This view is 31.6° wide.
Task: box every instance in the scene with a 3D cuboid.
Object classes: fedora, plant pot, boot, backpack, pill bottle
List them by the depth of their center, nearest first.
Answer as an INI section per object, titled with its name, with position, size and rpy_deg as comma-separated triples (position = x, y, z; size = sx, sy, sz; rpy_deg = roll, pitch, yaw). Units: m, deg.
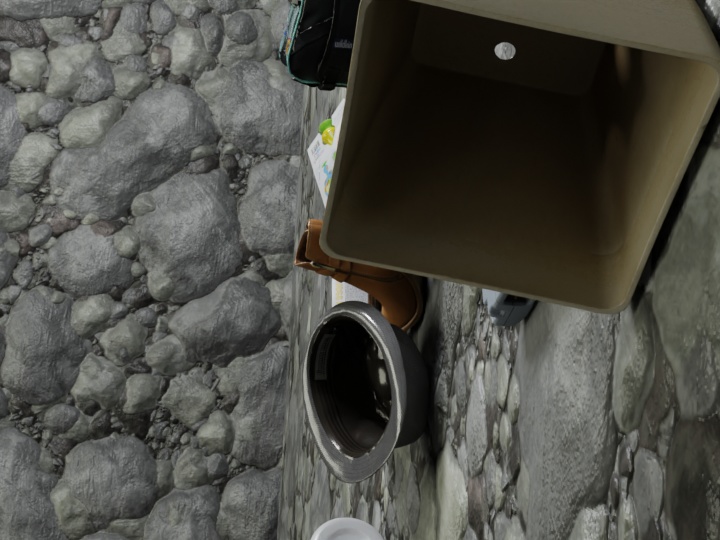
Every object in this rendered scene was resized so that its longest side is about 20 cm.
[plant pot]
position = 0.095, -0.121, 0.791
size = 0.201, 0.197, 0.178
rpy_deg = 102, 179, -46
[fedora]
position = 0.017, 0.132, 1.415
size = 0.177, 0.090, 0.201
rpy_deg = -51, 51, 35
[boot]
position = 0.000, 0.000, 1.458
size = 0.201, 0.153, 0.074
rpy_deg = 104, 166, -52
[backpack]
position = -0.009, -0.340, 1.606
size = 0.154, 0.174, 0.202
rpy_deg = -110, 28, -60
[pill bottle]
position = -0.028, 0.419, 1.655
size = 0.105, 0.103, 0.201
rpy_deg = -95, 12, -46

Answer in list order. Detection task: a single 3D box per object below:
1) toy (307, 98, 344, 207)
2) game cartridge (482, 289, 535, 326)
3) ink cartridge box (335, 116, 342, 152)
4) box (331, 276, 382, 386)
[toy]
position = -0.016, -0.153, 1.949
size = 0.115, 0.047, 0.201
rpy_deg = -50, 45, 33
[game cartridge]
position = 0.131, -0.060, 0.995
size = 0.201, 0.041, 0.134
rpy_deg = 108, 167, -60
[ink cartridge box]
position = 0.007, -0.167, 1.764
size = 0.200, 0.067, 0.118
rpy_deg = 119, 153, -67
[box]
position = 0.003, 0.077, 1.597
size = 0.159, 0.048, 0.202
rpy_deg = 62, -155, -63
